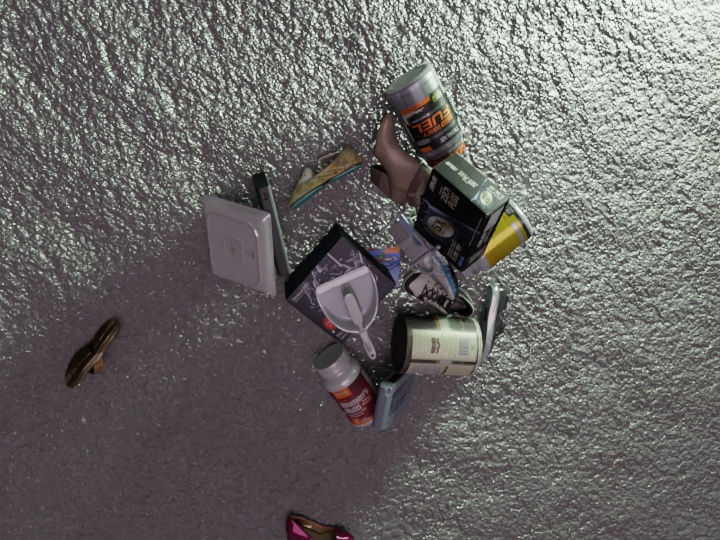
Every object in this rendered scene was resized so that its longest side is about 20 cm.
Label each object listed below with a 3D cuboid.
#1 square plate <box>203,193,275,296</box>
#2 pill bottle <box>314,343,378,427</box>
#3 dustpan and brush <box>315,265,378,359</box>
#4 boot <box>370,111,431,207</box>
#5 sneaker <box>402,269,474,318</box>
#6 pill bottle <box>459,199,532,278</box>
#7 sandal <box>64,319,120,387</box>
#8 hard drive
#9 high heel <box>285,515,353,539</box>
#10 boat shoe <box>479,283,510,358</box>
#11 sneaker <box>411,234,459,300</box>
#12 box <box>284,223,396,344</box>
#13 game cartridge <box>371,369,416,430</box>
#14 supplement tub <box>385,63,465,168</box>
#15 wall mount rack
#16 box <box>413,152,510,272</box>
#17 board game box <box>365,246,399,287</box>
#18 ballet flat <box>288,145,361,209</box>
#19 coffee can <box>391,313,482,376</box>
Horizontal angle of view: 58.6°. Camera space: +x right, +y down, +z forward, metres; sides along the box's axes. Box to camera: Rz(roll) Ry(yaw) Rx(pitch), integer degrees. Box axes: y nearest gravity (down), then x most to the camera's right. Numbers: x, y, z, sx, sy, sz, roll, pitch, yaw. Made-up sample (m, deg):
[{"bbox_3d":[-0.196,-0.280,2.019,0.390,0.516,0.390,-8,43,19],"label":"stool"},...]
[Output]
[{"bbox_3d":[-0.274,-0.053,1.421,0.195,0.028,0.204,18,123,29],"label":"square plate"},{"bbox_3d":[-0.028,0.291,1.632,0.108,0.110,0.202,-33,113,3],"label":"pill bottle"},{"bbox_3d":[-0.006,0.109,1.461,0.137,0.057,0.203,-23,114,-2],"label":"dustpan and brush"},{"bbox_3d":[0.099,-0.239,1.436,0.144,0.070,0.203,26,137,15],"label":"boot"},{"bbox_3d":[0.200,0.060,1.601,0.196,0.088,0.077,18,109,-15],"label":"sneaker"},{"bbox_3d":[0.310,-0.073,1.557,0.199,0.112,0.113,-37,113,4],"label":"pill bottle"},{"bbox_3d":[-0.623,0.203,1.511,0.200,0.080,0.054,-48,133,4],"label":"sandal"},{"bbox_3d":[-0.199,-0.104,1.431,0.032,0.140,0.204,-14,113,-8],"label":"hard drive"},{"bbox_3d":[-0.113,0.735,1.805,0.195,0.068,0.098,2,121,-8],"label":"high heel"},{"bbox_3d":[0.351,0.134,1.673,0.065,0.070,0.205,4,102,-10],"label":"boat shoe"},{"bbox_3d":[0.174,-0.014,1.565,0.085,0.075,0.203,-26,87,14],"label":"sneaker"},{"bbox_3d":[-0.051,0.032,1.512,0.181,0.104,0.201,39,100,-20],"label":"box"},{"bbox_3d":[0.088,0.319,1.634,0.041,0.199,0.136,21,112,21],"label":"game cartridge"},{"bbox_3d":[0.149,-0.338,1.419,0.121,0.123,0.202,-33,114,3],"label":"supplement tub"},{"bbox_3d":[0.111,-0.074,1.483,0.201,0.074,0.173,52,136,2],"label":"wall mount rack"},{"bbox_3d":[0.219,-0.126,1.425,0.085,0.164,0.202,-33,157,-29],"label":"box"},{"bbox_3d":[0.000,0.000,1.576,0.195,0.020,0.105,-5,113,-9],"label":"board game box"},{"bbox_3d":[-0.090,-0.217,1.457,0.197,0.071,0.071,-32,113,3],"label":"ballet flat"},{"bbox_3d":[0.189,0.188,1.615,0.195,0.147,0.150,5,110,-13],"label":"coffee can"}]
